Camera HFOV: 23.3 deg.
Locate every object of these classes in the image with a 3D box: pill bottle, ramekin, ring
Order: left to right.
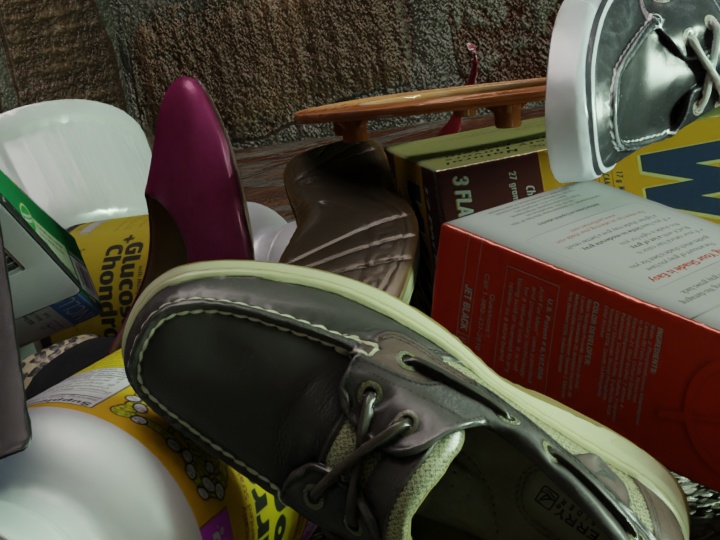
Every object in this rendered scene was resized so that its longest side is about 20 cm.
[{"bbox_3d":[-0.219,-0.015,1.217,0.199,0.098,0.201,-25,-28,-14],"label":"ramekin"},{"bbox_3d":[-0.085,0.088,0.601,0.103,0.106,0.200,-8,9,19],"label":"pill bottle"},{"bbox_3d":[-0.099,0.018,1.076,0.198,0.113,0.112,-6,9,32],"label":"pill bottle"},{"bbox_3d":[0.064,-0.085,0.900,0.198,0.019,0.200,-7,8,1],"label":"ring"}]

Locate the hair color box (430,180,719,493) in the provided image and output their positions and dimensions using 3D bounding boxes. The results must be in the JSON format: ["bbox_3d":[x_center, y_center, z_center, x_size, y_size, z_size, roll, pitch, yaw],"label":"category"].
[{"bbox_3d":[0.132,0.029,0.647,0.199,0.062,0.101,23,27,38],"label":"hair color box"}]

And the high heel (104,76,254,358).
[{"bbox_3d":[-0.098,0.019,0.764,0.095,0.203,0.067,-8,12,-22],"label":"high heel"}]

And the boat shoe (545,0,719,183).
[{"bbox_3d":[0.132,-0.093,0.754,0.067,0.073,0.200,3,23,24],"label":"boat shoe"}]

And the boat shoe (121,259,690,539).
[{"bbox_3d":[0.017,0.058,0.549,0.199,0.072,0.066,26,15,-6],"label":"boat shoe"}]

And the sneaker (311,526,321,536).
[{"bbox_3d":[0.016,0.061,0.709,0.198,0.092,0.076,-6,8,21],"label":"sneaker"}]

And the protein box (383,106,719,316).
[{"bbox_3d":[0.127,-0.009,0.873,0.196,0.137,0.200,-11,8,-5],"label":"protein box"}]

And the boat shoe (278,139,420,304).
[{"bbox_3d":[0.000,0.000,0.843,0.072,0.065,0.201,-15,28,8],"label":"boat shoe"}]

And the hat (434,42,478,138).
[{"bbox_3d":[0.041,-0.061,1.190,0.198,0.178,0.165,-6,9,33],"label":"hat"}]

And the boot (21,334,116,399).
[{"bbox_3d":[-0.086,0.053,0.936,0.202,0.074,0.153,-19,13,-28],"label":"boot"}]

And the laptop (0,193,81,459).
[{"bbox_3d":[-0.190,0.061,0.605,0.185,0.117,0.200,-21,-17,-1],"label":"laptop"}]

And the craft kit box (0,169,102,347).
[{"bbox_3d":[-0.224,0.016,0.696,0.196,0.049,0.200,-26,-17,0],"label":"craft kit box"}]
